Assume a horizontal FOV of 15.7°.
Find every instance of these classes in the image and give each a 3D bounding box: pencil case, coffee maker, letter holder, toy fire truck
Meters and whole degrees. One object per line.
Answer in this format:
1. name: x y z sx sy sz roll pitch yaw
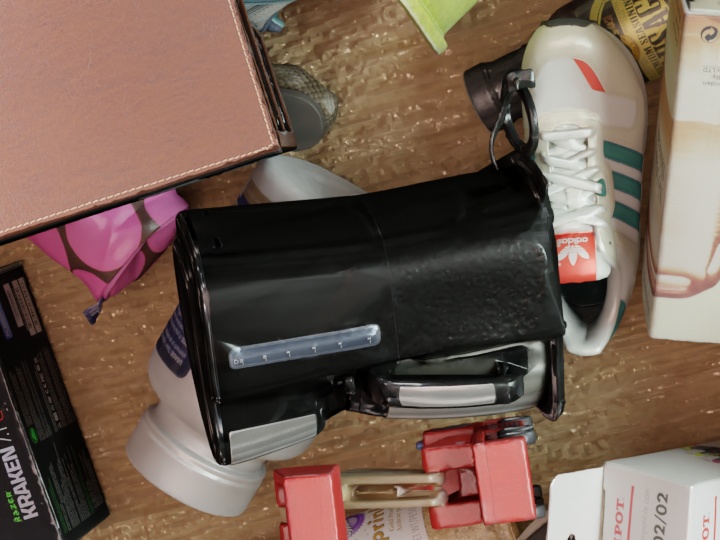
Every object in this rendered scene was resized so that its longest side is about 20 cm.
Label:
1. pencil case: -0.202 -0.067 1.568 0.200 0.094 0.091 43 71 0
2. coffee maker: 0.000 0.000 1.424 0.200 0.135 0.192 -7 88 -9
3. letter holder: -0.154 -0.104 1.467 0.200 0.101 0.142 -18 92 5
4. toy fire truck: 0.029 0.118 1.432 0.141 0.200 0.049 -7 92 3

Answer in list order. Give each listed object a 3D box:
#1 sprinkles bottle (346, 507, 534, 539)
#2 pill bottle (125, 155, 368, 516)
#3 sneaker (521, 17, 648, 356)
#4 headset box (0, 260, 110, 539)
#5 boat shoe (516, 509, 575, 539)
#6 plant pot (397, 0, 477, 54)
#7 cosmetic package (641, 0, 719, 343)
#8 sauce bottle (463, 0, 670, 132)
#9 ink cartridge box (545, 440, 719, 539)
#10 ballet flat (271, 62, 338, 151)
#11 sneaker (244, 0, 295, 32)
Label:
1. sprinkles bottle: 0.006 0.179 1.574 0.200 0.068 0.068 -21 94 14
2. pill bottle: -0.057 0.041 1.544 0.111 0.111 0.200 32 103 6
3. sneaker: 0.127 -0.042 1.468 0.070 0.093 0.200 -1 125 8
4. headset box: -0.284 0.109 1.614 0.200 0.093 0.174 -17 94 15
5. boat shoe: 0.087 0.215 1.530 0.067 0.057 0.200 18 129 -21
6. plant pot: 0.060 -0.253 1.448 0.184 0.200 0.200 -35 90 3
7. cosmetic package: 0.207 -0.069 1.439 0.087 0.103 0.200 3 118 1
8. sauce bottle: 0.157 -0.136 1.496 0.200 0.066 0.066 -27 92 15
9. ink cartridge box: 0.193 0.161 1.462 0.068 0.200 0.115 12 103 45
10. ballet flat: -0.108 -0.112 1.571 0.200 0.046 0.067 8 131 16
11. sneaker: -0.086 -0.166 1.527 0.200 0.086 0.078 -9 54 40
